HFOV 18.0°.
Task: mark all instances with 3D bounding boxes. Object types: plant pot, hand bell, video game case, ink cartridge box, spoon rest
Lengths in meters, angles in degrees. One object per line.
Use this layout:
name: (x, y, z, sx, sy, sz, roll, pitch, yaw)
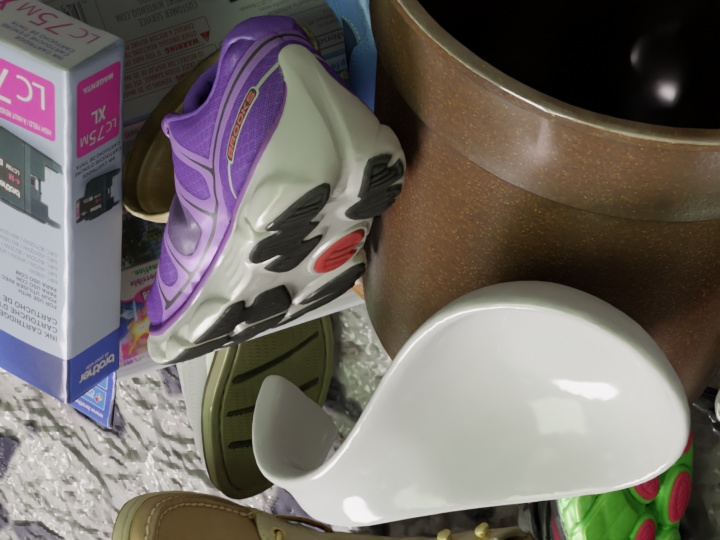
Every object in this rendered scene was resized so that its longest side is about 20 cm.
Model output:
plant pot: (0.085, -0.053, 0.842, 0.200, 0.200, 0.198, 33, 142, 18)
hand bell: (0.000, 0.000, 0.972, 0.104, 0.104, 0.200, -10, 134, 43)
video game case: (-0.070, -0.054, 0.993, 0.200, 0.024, 0.182, -18, 111, 2)
ink cartridge box: (-0.154, -0.027, 0.948, 0.119, 0.042, 0.200, 27, 134, 26)
spoon rest: (0.031, 0.054, 0.811, 0.099, 0.061, 0.200, 42, 144, -24)

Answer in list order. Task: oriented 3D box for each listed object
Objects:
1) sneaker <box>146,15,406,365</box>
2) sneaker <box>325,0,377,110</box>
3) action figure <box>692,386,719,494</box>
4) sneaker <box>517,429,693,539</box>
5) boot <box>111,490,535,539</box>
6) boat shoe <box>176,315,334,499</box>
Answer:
sneaker: (-0.039, -0.029, 0.835, 0.084, 0.081, 0.200, 62, 153, 15)
sneaker: (-0.006, -0.154, 0.914, 0.082, 0.074, 0.200, 0, 111, 18)
action figure: (0.195, 0.061, 0.883, 0.119, 0.102, 0.200, 34, 134, 1)
sneaker: (0.099, 0.106, 0.989, 0.084, 0.077, 0.200, 31, 150, 34)
boot: (-0.002, 0.146, 1.069, 0.155, 0.073, 0.200, -11, 149, 42)
boat shoe: (-0.061, 0.013, 1.091, 0.068, 0.075, 0.200, 32, 130, 42)
